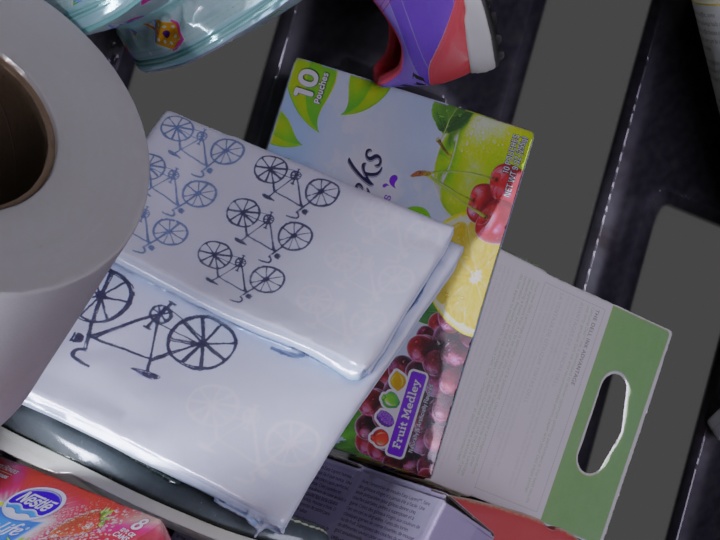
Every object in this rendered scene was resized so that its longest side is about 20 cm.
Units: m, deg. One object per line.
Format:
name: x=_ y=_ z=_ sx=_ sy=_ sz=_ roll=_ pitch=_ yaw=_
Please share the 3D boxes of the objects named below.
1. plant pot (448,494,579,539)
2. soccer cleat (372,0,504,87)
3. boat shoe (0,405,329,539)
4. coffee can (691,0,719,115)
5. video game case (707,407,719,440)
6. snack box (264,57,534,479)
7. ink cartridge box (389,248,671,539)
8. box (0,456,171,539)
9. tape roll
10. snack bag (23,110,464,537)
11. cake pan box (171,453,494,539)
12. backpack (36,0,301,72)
plant pot: x=0.040 y=0.223 z=1.271 sx=0.200 sy=0.200 sz=0.178 roll=22 pitch=73 yaw=-31
soccer cleat: x=0.019 y=-0.185 z=1.201 sx=0.073 sy=0.068 sz=0.200 roll=-17 pitch=122 yaw=2
boat shoe: x=-0.100 y=0.099 z=1.179 sx=0.062 sy=0.199 sz=0.073 roll=-66 pitch=161 yaw=-10
coffee can: x=0.293 y=-0.112 z=1.418 sx=0.146 sy=0.146 sz=0.201 roll=-24 pitch=106 yaw=-28
video game case: x=0.315 y=0.036 z=1.425 sx=0.143 sy=0.200 sz=0.017 roll=-20 pitch=70 yaw=-29
snack box: x=0.000 y=0.000 z=1.267 sx=0.142 sy=0.053 sz=0.201 roll=17 pitch=84 yaw=0
ink cartridge box: x=0.078 y=0.065 z=1.356 sx=0.200 sy=0.048 sz=0.146 roll=24 pitch=81 yaw=-31
box: x=-0.163 y=0.167 z=1.125 sx=0.100 sy=0.200 sz=0.096 roll=-31 pitch=111 yaw=-26
tape roll: x=-0.215 y=-0.031 z=1.062 sx=0.202 sy=0.139 sz=0.203 roll=18 pitch=47 yaw=-20
snack bag: x=-0.073 y=0.021 z=1.184 sx=0.200 sy=0.188 sz=0.021 roll=-56 pitch=160 yaw=-27
cake pan box: x=-0.041 y=0.187 z=1.202 sx=0.052 sy=0.200 sz=0.185 roll=36 pitch=74 yaw=-37
backpack: x=-0.099 y=-0.185 z=1.156 sx=0.200 sy=0.176 sz=0.154 roll=-30 pitch=104 yaw=-22
